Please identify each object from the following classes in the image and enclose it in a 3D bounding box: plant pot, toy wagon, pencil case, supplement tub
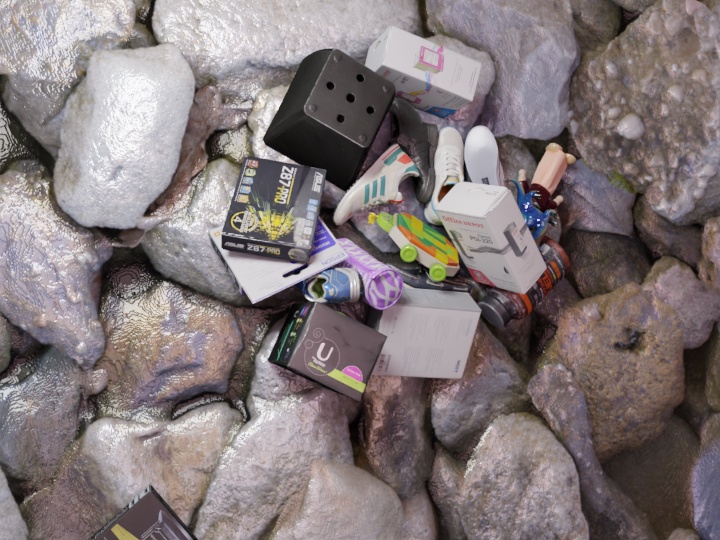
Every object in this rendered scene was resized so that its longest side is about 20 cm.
[{"bbox_3d":[-0.043,-0.298,1.359,0.198,0.177,0.202,28,78,-12],"label":"plant pot"},{"bbox_3d":[0.104,-0.061,1.405,0.199,0.156,0.040,33,114,-13],"label":"toy wagon"},{"bbox_3d":[0.000,0.000,1.342,0.084,0.199,0.086,-35,125,-16],"label":"pencil case"},{"bbox_3d":[0.333,0.027,1.492,0.200,0.107,0.107,-43,99,-15],"label":"supplement tub"}]

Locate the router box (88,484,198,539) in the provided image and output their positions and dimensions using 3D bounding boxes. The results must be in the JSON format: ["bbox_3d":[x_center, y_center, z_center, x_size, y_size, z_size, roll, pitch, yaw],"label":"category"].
[{"bbox_3d":[-0.364,0.506,1.262,0.157,0.052,0.201,-40,98,-16],"label":"router box"}]

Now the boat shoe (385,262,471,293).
[{"bbox_3d":[0.133,0.020,1.437,0.198,0.075,0.062,23,100,-16],"label":"boat shoe"}]

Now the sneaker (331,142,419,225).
[{"bbox_3d":[0.032,-0.148,1.410,0.093,0.070,0.200,42,87,-2],"label":"sneaker"}]

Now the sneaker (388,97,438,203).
[{"bbox_3d":[0.099,-0.241,1.464,0.103,0.060,0.203,10,78,-17],"label":"sneaker"}]

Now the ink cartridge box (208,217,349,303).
[{"bbox_3d":[-0.149,-0.036,1.318,0.196,0.044,0.201,-25,52,-18],"label":"ink cartridge box"}]

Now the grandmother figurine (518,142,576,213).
[{"bbox_3d":[0.384,-0.173,1.549,0.120,0.061,0.202,29,75,-5],"label":"grandmother figurine"}]

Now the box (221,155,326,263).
[{"bbox_3d":[-0.153,-0.112,1.312,0.159,0.049,0.202,11,51,-3],"label":"box"}]

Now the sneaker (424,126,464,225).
[{"bbox_3d":[0.181,-0.196,1.473,0.075,0.081,0.203,8,82,-15],"label":"sneaker"}]

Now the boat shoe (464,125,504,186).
[{"bbox_3d":[0.261,-0.198,1.508,0.072,0.065,0.203,-6,96,16],"label":"boat shoe"}]

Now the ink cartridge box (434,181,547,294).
[{"bbox_3d":[0.251,-0.063,1.393,0.085,0.145,0.201,-44,121,-20],"label":"ink cartridge box"}]

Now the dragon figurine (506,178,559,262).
[{"bbox_3d":[0.330,-0.107,1.464,0.099,0.059,0.201,-30,66,-9],"label":"dragon figurine"}]

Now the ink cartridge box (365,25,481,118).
[{"bbox_3d":[0.115,-0.387,1.432,0.198,0.144,0.086,19,82,-15],"label":"ink cartridge box"}]

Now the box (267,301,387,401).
[{"bbox_3d":[-0.065,0.142,1.306,0.147,0.200,0.126,27,78,-14],"label":"box"}]

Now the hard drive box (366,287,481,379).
[{"bbox_3d":[0.114,0.121,1.398,0.197,0.077,0.158,6,113,-17],"label":"hard drive box"}]

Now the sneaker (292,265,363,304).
[{"bbox_3d":[-0.077,0.018,1.313,0.076,0.199,0.077,-8,98,-34],"label":"sneaker"}]
